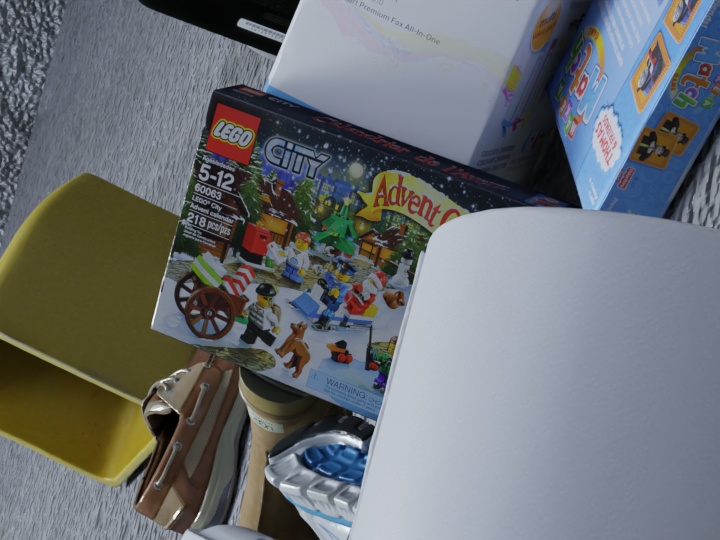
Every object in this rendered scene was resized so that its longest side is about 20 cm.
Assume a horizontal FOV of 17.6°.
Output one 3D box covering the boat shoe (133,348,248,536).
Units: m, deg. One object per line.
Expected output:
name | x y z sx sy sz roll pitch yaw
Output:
boat shoe | -0.125 0.104 1.741 0.076 0.072 0.200 130 154 -52

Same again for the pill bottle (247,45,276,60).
pill bottle | -0.037 -0.265 1.793 0.116 0.116 0.200 127 156 -48

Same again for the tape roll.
tape roll | 0.102 0.078 0.770 0.203 0.203 0.139 156 130 -69

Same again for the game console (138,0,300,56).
game console | -0.031 -0.243 1.590 0.176 0.200 0.116 124 159 -45

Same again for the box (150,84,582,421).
box | 0.000 0.000 1.201 0.038 0.200 0.137 -25 -48 -65

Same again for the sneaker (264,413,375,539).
sneaker | 0.030 0.142 1.207 0.075 0.087 0.200 -35 29 -16

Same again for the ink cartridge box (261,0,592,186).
ink cartridge box | 0.048 -0.134 1.251 0.200 0.125 0.129 -66 -17 17

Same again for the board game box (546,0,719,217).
board game box | 0.157 -0.133 1.129 0.151 0.037 0.200 -98 31 -58

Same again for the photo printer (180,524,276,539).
photo printer | -0.069 0.229 1.286 0.200 0.069 0.167 -179 100 -71

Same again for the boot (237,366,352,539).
boot | -0.017 0.068 1.371 0.175 0.066 0.200 -45 -22 -26

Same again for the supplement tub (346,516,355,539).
supplement tub | 0.051 0.137 1.017 0.123 0.122 0.200 -148 78 -74

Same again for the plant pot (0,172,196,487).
plant pot | -0.235 0.037 2.005 0.194 0.195 0.200 -44 22 58
